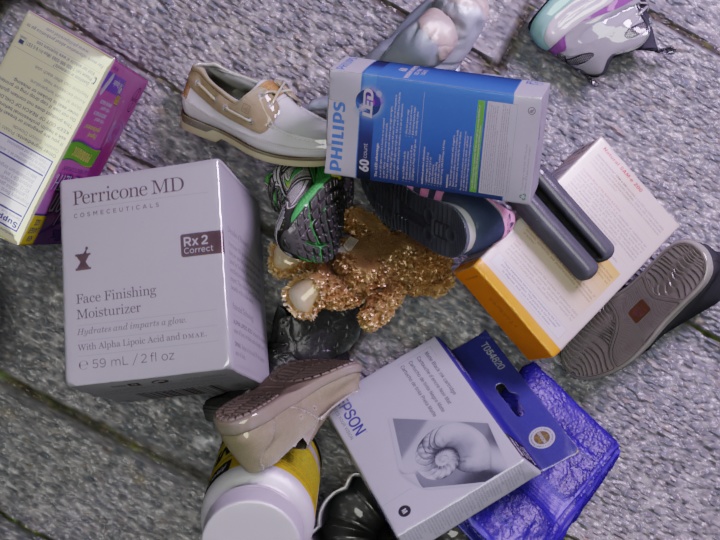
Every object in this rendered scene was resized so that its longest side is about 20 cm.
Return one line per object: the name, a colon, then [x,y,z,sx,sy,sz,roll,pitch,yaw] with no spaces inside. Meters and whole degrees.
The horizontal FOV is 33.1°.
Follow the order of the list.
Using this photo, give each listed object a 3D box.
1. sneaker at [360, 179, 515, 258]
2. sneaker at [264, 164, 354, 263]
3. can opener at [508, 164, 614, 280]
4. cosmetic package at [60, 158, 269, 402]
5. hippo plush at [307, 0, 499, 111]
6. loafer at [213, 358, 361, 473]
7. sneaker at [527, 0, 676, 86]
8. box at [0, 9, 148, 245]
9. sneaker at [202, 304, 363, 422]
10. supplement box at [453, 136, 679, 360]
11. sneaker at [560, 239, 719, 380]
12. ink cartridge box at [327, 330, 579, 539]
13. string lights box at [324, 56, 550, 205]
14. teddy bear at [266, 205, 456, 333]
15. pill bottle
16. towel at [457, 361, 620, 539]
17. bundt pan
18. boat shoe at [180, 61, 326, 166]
sneaker: [0.075,-0.072,1.232,0.081,0.200,0.071,-13,125,-31]
sneaker: [-0.058,-0.065,1.213,0.084,0.200,0.079,-1,114,9]
can opener: [0.173,-0.079,1.168,0.053,0.067,0.200,-44,94,-17]
cosmetic package: [-0.189,0.016,1.192,0.163,0.165,0.203,-7,78,7]
hippo plush: [0.087,-0.178,1.218,0.200,0.159,0.161,-44,102,-16]
loafer: [-0.067,0.138,1.178,0.075,0.199,0.069,1,105,38]
sneaker: [0.285,-0.283,1.264,0.140,0.078,0.200,40,101,-3]
box: [-0.312,-0.134,1.208,0.096,0.176,0.201,29,91,-1]
sneaker: [-0.079,0.086,1.278,0.197,0.060,0.105,-15,93,-5]
supplement box: [0.211,-0.022,1.244,0.200,0.073,0.126,-43,94,-14]
sneaker: [0.308,0.050,1.274,0.200,0.106,0.075,-43,62,27]
ink cartridge box: [0.085,0.156,1.215,0.199,0.200,0.041,-29,133,-7]
string lights box: [0.069,-0.131,1.123,0.198,0.059,0.104,10,115,13]
teddy bear: [0.000,0.000,1.248,0.199,0.067,0.145,-25,56,-34]
pill bottle: [-0.098,0.227,1.201,0.113,0.200,0.116,0,105,1]
towel: [0.174,0.208,1.241,0.148,0.050,0.200,44,60,-4]
bundt pan: [0.042,0.293,1.274,0.199,0.076,0.205,0,92,-1]
boat shoe: [-0.098,-0.158,1.227,0.198,0.075,0.069,17,118,21]
